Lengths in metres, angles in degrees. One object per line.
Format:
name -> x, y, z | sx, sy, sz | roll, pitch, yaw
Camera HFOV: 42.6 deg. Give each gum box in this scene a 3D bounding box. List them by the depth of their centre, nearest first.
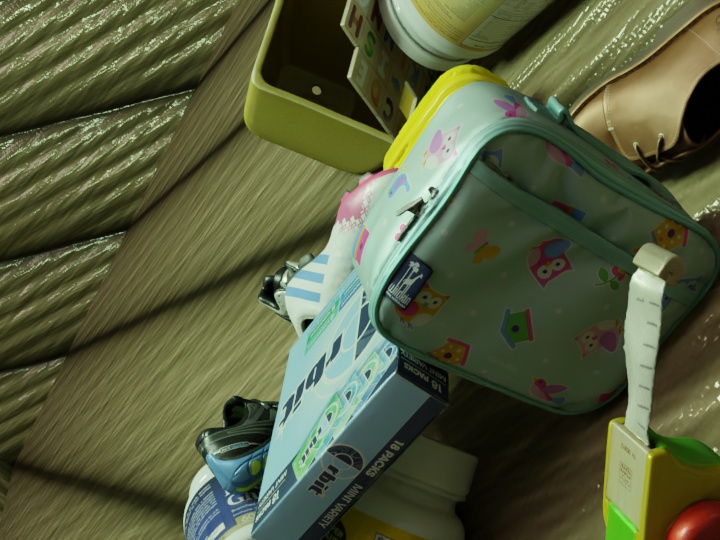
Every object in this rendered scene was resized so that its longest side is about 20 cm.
gum box -> -0.004, 0.073, 0.651 | 0.171, 0.044, 0.201 | -51, 17, 29

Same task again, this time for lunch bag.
lunch bag -> 0.102, -0.009, 0.543 | 0.161, 0.197, 0.078 | -53, 28, 25

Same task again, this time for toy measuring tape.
toy measuring tape -> 0.158, 0.084, 0.448 | 0.074, 0.072, 0.205 | -129, 36, -66

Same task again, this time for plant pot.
plant pot -> -0.036, -0.228, 1.117 | 0.200, 0.192, 0.198 | 139, 148, -67

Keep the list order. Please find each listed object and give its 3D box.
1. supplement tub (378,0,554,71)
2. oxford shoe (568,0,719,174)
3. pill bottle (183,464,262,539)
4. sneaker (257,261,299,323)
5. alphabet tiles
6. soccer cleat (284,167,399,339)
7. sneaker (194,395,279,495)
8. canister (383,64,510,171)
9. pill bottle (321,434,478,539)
supplement tub -> 0.116, -0.290, 0.860 | 0.199, 0.142, 0.147 | -33, 39, 54
oxford shoe -> 0.186, -0.091, 0.605 | 0.200, 0.070, 0.072 | -49, 33, 36
pill bottle -> -0.116, 0.260, 0.910 | 0.113, 0.109, 0.200 | -65, 22, 3
sneaker -> -0.053, 0.026, 1.027 | 0.199, 0.087, 0.077 | -24, 45, 58
alphabet tiles -> 0.036, -0.233, 0.961 | 0.007, 0.200, 0.170 | 3, 66, 28
soccer cleat -> 0.000, 0.000, 0.764 | 0.200, 0.069, 0.088 | -50, 49, 46
sneaker -> -0.094, 0.151, 0.931 | 0.071, 0.082, 0.199 | -55, -13, 25
canister -> 0.087, -0.058, 0.781 | 0.149, 0.085, 0.202 | -52, 27, 33
pill bottle -> 0.009, 0.214, 0.663 | 0.114, 0.113, 0.204 | 3, 71, 67
